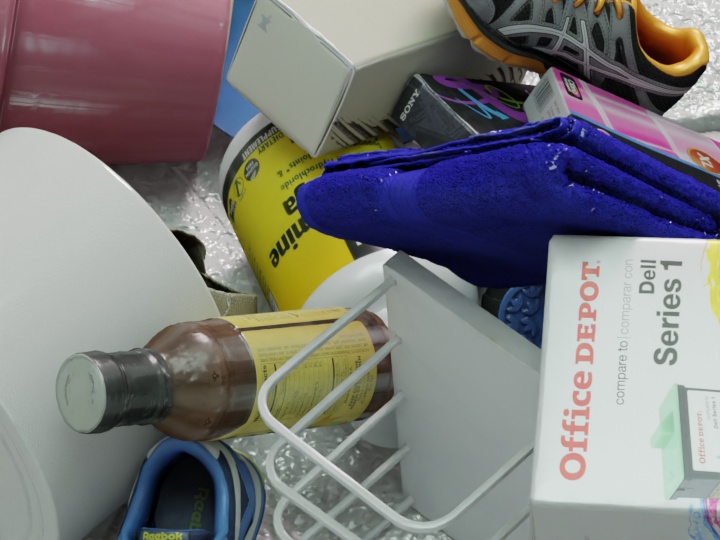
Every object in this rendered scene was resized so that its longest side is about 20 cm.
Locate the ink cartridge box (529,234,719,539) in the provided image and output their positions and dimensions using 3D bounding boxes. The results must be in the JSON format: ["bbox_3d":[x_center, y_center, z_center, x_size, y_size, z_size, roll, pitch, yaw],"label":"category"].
[{"bbox_3d":[0.180,0.067,1.390,0.199,0.084,0.146,2,61,8],"label":"ink cartridge box"}]

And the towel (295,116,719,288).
[{"bbox_3d":[0.082,-0.032,1.485,0.199,0.147,0.050,-4,73,51],"label":"towel"}]

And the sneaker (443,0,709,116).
[{"bbox_3d":[0.116,-0.149,1.702,0.077,0.200,0.079,-33,43,32],"label":"sneaker"}]

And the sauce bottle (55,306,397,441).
[{"bbox_3d":[-0.069,0.054,1.549,0.199,0.065,0.065,-3,38,-44],"label":"sauce bottle"}]

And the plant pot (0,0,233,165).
[{"bbox_3d":[-0.172,-0.143,1.806,0.178,0.201,0.201,9,47,-6],"label":"plant pot"}]

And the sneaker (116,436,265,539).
[{"bbox_3d":[-0.098,0.176,1.552,0.073,0.082,0.201,0,68,11],"label":"sneaker"}]

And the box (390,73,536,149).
[{"bbox_3d":[0.127,-0.054,1.728,0.199,0.036,0.143,3,36,-50],"label":"box"}]

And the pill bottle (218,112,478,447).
[{"bbox_3d":[0.000,0.000,1.708,0.112,0.113,0.200,-17,49,-12],"label":"pill bottle"}]

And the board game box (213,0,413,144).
[{"bbox_3d":[-0.010,-0.126,1.878,0.157,0.039,0.201,-4,45,7],"label":"board game box"}]

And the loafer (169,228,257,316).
[{"bbox_3d":[-0.126,0.000,1.727,0.200,0.068,0.076,35,14,27],"label":"loafer"}]

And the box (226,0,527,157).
[{"bbox_3d":[0.021,-0.135,1.735,0.082,0.069,0.199,42,38,23],"label":"box"}]

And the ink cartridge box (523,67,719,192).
[{"bbox_3d":[0.188,-0.043,1.694,0.199,0.037,0.095,24,28,-26],"label":"ink cartridge box"}]

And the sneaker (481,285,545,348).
[{"bbox_3d":[0.166,0.031,1.704,0.199,0.071,0.078,12,7,-10],"label":"sneaker"}]

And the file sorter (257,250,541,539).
[{"bbox_3d":[0.033,0.123,1.537,0.139,0.201,0.124,35,59,30],"label":"file sorter"}]

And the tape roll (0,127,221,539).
[{"bbox_3d":[-0.184,0.044,1.619,0.202,0.203,0.139,32,57,28],"label":"tape roll"}]
